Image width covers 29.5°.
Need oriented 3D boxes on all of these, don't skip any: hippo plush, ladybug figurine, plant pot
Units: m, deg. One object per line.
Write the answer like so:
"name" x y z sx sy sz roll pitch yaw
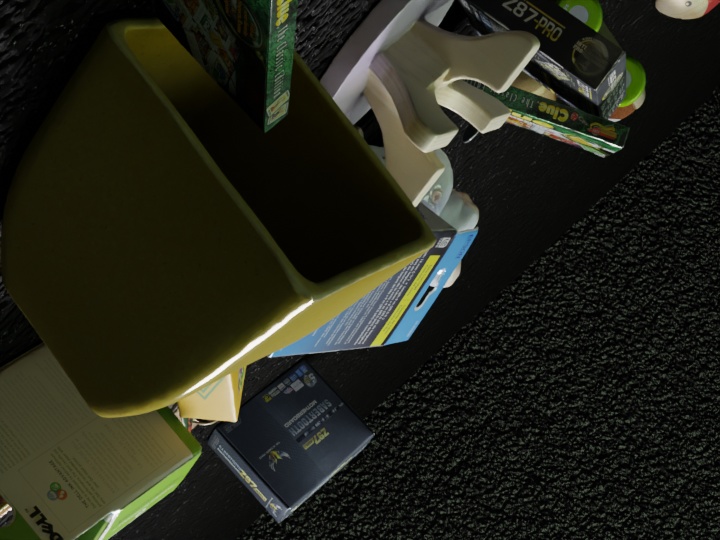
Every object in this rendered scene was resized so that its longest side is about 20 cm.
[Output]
"hippo plush" 0.019 -0.081 1.349 0.197 0.161 0.162 -4 146 2
"ladybug figurine" 0.515 -0.437 1.998 0.200 0.072 0.136 -43 169 -13
"plant pot" -0.109 -0.018 0.865 0.200 0.196 0.194 -42 172 26

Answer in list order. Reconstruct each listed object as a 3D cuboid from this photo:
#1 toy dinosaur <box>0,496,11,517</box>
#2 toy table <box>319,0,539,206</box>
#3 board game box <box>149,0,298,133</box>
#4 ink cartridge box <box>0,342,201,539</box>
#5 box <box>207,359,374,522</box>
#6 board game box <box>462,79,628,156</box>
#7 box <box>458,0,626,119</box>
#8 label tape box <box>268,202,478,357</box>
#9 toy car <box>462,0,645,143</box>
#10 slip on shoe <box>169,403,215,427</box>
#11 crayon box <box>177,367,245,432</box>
"toy dinosaur" -0.382 0.276 1.207 0.180 0.106 0.200 -27 -169 26
"toy table" 0.051 -0.153 1.152 0.183 0.117 0.201 -32 163 -51
"board game box" -0.072 -0.154 0.694 0.023 0.105 0.200 -37 168 -17
"ink cartridge box" -0.246 0.149 1.061 0.199 0.148 0.076 -34 167 -43
"box" -0.098 0.242 1.970 0.199 0.158 0.051 -35 167 -39
"board game box" 0.147 -0.152 1.282 0.105 0.197 0.024 53 57 -87
"box" 0.170 -0.209 1.267 0.049 0.161 0.200 -51 168 5
"label tape box" 0.000 0.000 1.244 0.199 0.066 0.144 -5 134 -50
"toy car" 0.197 -0.198 1.509 0.199 0.159 0.164 -35 -178 9
"slip on shoe" -0.183 0.151 1.554 0.076 0.061 0.201 -39 168 -31
"crayon box" -0.116 0.030 1.075 0.201 0.050 0.128 91 4 -56
